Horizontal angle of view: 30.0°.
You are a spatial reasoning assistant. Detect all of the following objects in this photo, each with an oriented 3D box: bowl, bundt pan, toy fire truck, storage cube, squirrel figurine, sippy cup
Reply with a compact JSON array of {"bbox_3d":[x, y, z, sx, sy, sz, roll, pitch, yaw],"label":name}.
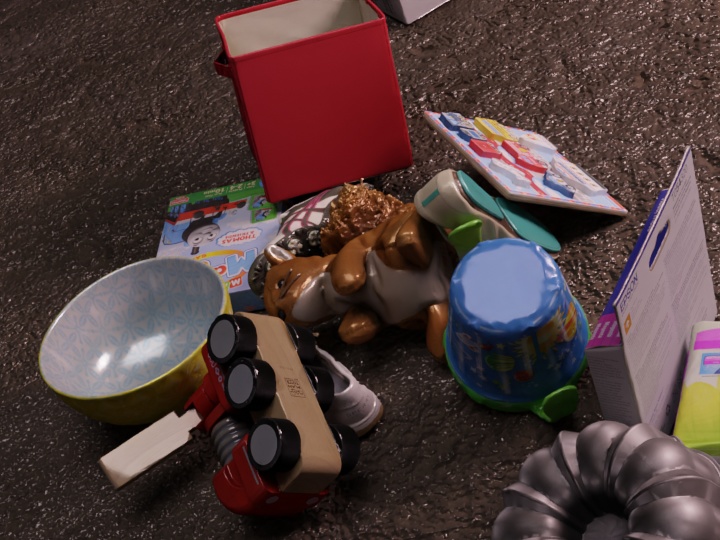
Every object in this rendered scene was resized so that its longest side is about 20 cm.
[{"bbox_3d":[-0.210,0.090,1.355,0.200,0.108,0.200,-13,39,11],"label":"bowl"},{"bbox_3d":[0.184,0.199,1.009,0.202,0.076,0.202,-20,49,25],"label":"bundt pan"},{"bbox_3d":[-0.126,0.157,1.223,0.200,0.129,0.176,-47,52,30],"label":"toy fire truck"},{"bbox_3d":[-0.056,-0.206,1.536,0.200,0.180,0.171,-16,28,-4],"label":"storage cube"},{"bbox_3d":[0.000,0.000,1.351,0.186,0.142,0.200,-12,30,20],"label":"squirrel figurine"},{"bbox_3d":[0.135,0.040,1.196,0.178,0.130,0.140,25,70,23],"label":"sippy cup"}]

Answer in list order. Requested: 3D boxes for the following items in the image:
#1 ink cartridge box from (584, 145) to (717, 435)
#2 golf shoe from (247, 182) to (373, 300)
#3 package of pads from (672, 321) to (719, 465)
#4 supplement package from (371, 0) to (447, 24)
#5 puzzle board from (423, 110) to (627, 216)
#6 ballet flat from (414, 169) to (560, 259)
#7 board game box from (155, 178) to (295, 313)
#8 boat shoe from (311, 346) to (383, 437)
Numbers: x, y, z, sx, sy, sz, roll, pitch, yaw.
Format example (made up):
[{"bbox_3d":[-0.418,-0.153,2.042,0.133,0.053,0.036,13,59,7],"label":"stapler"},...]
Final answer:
[{"bbox_3d":[0.244,0.031,1.128,0.043,0.200,0.196,6,45,32],"label":"ink cartridge box"},{"bbox_3d":[-0.060,-0.028,1.452,0.088,0.077,0.200,9,34,41],"label":"golf shoe"},{"bbox_3d":[0.358,0.114,1.080,0.200,0.068,0.155,-2,42,25],"label":"package of pads"},{"bbox_3d":[0.067,-0.471,1.854,0.191,0.147,0.200,-33,38,-14],"label":"supplement package"},{"bbox_3d":[0.172,-0.117,1.415,0.150,0.017,0.200,6,27,-29],"label":"puzzle board"},{"bbox_3d":[0.121,-0.042,1.309,0.069,0.200,0.070,-17,61,33],"label":"ballet flat"},{"bbox_3d":[-0.156,-0.024,1.523,0.151,0.037,0.200,-11,40,13],"label":"board game box"},{"bbox_3d":[-0.062,0.096,1.307,0.200,0.069,0.071,18,56,42],"label":"boat shoe"}]
